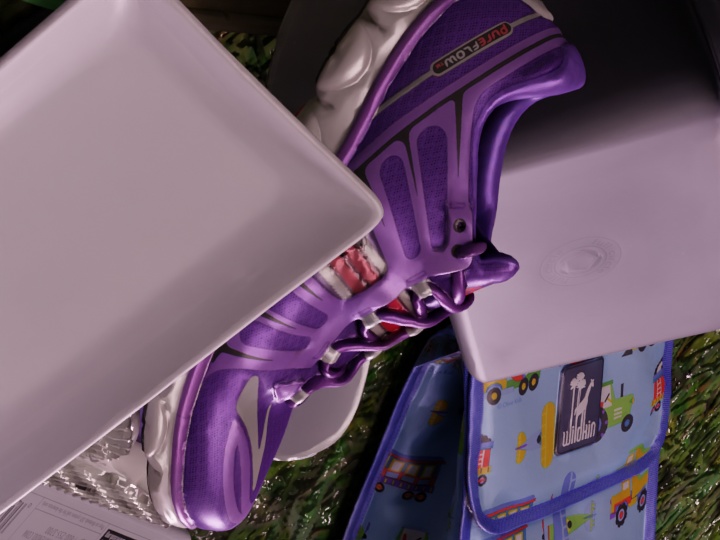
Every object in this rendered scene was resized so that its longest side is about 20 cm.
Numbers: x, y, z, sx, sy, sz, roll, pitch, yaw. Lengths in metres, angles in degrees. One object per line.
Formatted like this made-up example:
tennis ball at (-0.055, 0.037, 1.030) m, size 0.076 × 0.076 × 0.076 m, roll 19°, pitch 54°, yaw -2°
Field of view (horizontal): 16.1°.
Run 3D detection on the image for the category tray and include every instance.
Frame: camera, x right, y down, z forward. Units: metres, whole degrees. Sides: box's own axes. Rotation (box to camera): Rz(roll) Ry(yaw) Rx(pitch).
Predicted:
tray at (-0.100, 0.002, 0.727) m, size 0.200 × 0.022 × 0.107 m, roll -37°, pitch 116°, yaw 20°

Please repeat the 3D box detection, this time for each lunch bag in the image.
lunch bag at (0.074, 0.080, 1.171) m, size 0.150 × 0.094 × 0.201 m, roll -16°, pitch 126°, yaw -43°

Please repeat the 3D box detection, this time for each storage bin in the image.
storage bin at (0.082, -0.051, 0.970) m, size 0.133 × 0.146 × 0.200 m, roll -17°, pitch 148°, yaw 0°

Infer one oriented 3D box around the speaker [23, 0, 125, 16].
speaker at (-0.052, -0.171, 0.667) m, size 0.088 × 0.088 × 0.201 m, roll -7°, pitch 131°, yaw -50°

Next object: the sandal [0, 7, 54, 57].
sandal at (-0.138, -0.014, 0.784) m, size 0.200 × 0.043 × 0.076 m, roll -41°, pitch 151°, yaw -13°

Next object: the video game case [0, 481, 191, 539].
video game case at (-0.169, 0.145, 0.961) m, size 0.182 × 0.022 × 0.200 m, roll -50°, pitch 152°, yaw 2°

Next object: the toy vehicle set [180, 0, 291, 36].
toy vehicle set at (-0.014, -0.165, 0.787) m, size 0.124 × 0.026 × 0.201 m, roll 0°, pitch 126°, yaw -54°

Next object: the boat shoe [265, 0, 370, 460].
boat shoe at (-0.008, -0.037, 0.862) m, size 0.064 × 0.070 × 0.201 m, roll -101°, pitch -149°, yaw -77°

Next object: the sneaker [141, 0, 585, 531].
sneaker at (0.000, 0.000, 0.786) m, size 0.201 × 0.083 × 0.081 m, roll -58°, pitch 172°, yaw 8°

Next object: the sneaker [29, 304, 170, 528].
sneaker at (-0.084, 0.014, 0.855) m, size 0.200 × 0.069 × 0.100 m, roll 88°, pitch 23°, yaw -72°
